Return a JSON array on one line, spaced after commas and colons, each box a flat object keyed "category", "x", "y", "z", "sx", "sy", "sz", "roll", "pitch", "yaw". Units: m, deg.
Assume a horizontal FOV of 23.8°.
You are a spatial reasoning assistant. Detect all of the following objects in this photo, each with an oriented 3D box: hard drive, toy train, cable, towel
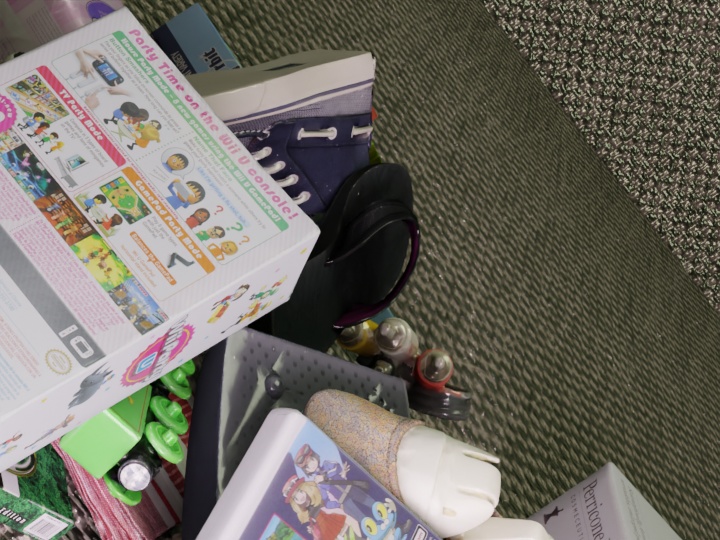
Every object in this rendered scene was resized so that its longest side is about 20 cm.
[{"category": "hard drive", "x": -0.027, "y": 0.136, "z": 0.805, "sx": 0.134, "sy": 0.042, "sz": 0.202, "roll": 20, "pitch": 58, "yaw": -41}, {"category": "toy train", "x": -0.111, "y": 0.048, "z": 0.829, "sx": 0.056, "sy": 0.042, "sz": 0.200, "roll": 43, "pitch": 13, "yaw": -16}, {"category": "cable", "x": 0.035, "y": 0.060, "z": 1.112, "sx": 0.096, "sy": 0.051, "sz": 0.200, "roll": 23, "pitch": 1, "yaw": 7}, {"category": "towel", "x": -0.125, "y": 0.067, "z": 0.876, "sx": 0.145, "sy": 0.023, "sz": 0.200, "roll": 58, "pitch": 9, "yaw": 4}]

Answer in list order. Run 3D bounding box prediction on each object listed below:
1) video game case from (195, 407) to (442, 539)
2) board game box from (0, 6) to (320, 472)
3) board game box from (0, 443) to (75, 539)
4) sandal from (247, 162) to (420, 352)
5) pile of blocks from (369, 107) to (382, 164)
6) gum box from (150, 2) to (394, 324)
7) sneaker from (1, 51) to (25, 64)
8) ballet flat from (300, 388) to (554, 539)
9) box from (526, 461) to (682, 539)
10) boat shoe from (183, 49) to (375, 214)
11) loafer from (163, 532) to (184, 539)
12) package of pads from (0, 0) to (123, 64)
[{"category": "video game case", "x": -0.022, "y": 0.192, "z": 0.727, "sx": 0.182, "sy": 0.201, "sz": 0.023, "roll": 44, "pitch": -26, "yaw": -29}, {"category": "board game box", "x": -0.140, "y": -0.011, "z": 0.733, "sx": 0.199, "sy": 0.064, "sz": 0.148, "roll": -31, "pitch": 71, "yaw": -32}, {"category": "board game box", "x": -0.192, "y": 0.029, "z": 0.815, "sx": 0.105, "sy": 0.023, "sz": 0.201, "roll": 40, "pitch": 21, "yaw": -45}, {"category": "sandal", "x": 0.000, "y": 0.001, "z": 0.997, "sx": 0.201, "sy": 0.048, "sz": 0.076, "roll": -52, "pitch": 134, "yaw": -51}, {"category": "pile of blocks", "x": -0.017, "y": -0.096, "z": 1.157, "sx": 0.201, "sy": 0.062, "sz": 0.082, "roll": 58, "pitch": 0, "yaw": 44}, {"category": "gum box", "x": -0.060, "y": -0.065, "z": 1.187, "sx": 0.201, "sy": 0.044, "sz": 0.170, "roll": 58, "pitch": 0, "yaw": -41}, {"category": "sneaker", "x": -0.135, "y": -0.031, "z": 0.952, "sx": 0.200, "sy": 0.081, "sz": 0.075, "roll": 39, "pitch": 7, "yaw": -11}, {"category": "ballet flat", "x": 0.049, "y": 0.120, "z": 0.816, "sx": 0.200, "sy": 0.067, "sz": 0.068, "roll": 48, "pitch": 40, "yaw": -31}, {"category": "box", "x": 0.191, "y": 0.279, "z": 1.170, "sx": 0.200, "sy": 0.130, "sz": 0.199, "roll": 47, "pitch": 17, "yaw": -21}, {"category": "boat shoe", "x": -0.056, "y": -0.071, "z": 1.000, "sx": 0.199, "sy": 0.074, "sz": 0.094, "roll": -20, "pitch": 111, "yaw": -48}, {"category": "loafer", "x": -0.041, "y": 0.169, "z": 0.869, "sx": 0.199, "sy": 0.075, "sz": 0.069, "roll": 7, "pitch": 61, "yaw": -51}, {"category": "package of pads", "x": -0.162, "y": -0.105, "z": 1.062, "sx": 0.201, "sy": 0.075, "sz": 0.120, "roll": 57, "pitch": 15, "yaw": 9}]
